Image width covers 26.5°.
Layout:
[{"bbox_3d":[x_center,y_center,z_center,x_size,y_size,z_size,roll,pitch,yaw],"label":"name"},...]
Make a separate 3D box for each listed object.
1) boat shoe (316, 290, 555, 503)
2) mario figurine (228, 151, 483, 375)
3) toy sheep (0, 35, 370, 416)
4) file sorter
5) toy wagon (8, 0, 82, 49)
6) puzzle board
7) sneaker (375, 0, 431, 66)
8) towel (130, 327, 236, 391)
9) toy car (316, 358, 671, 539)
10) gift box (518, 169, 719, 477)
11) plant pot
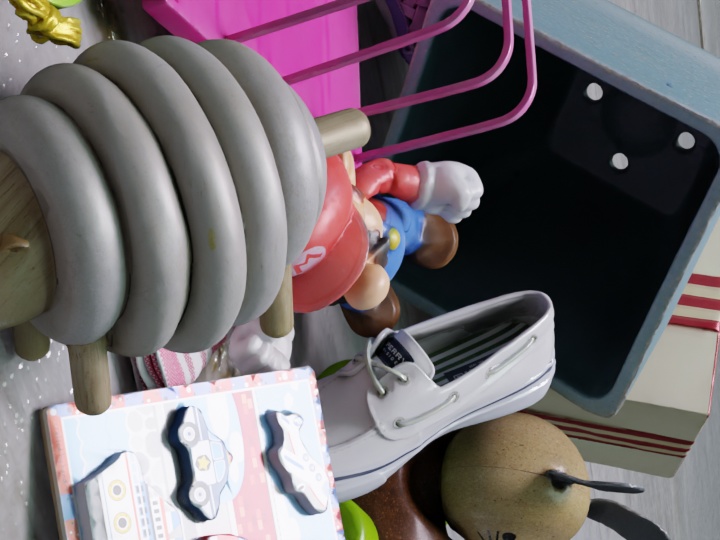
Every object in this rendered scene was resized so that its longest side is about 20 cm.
[{"bbox_3d":[0.020,0.059,0.827,0.199,0.074,0.067,-24,137,-27],"label":"boat shoe"},{"bbox_3d":[0.000,0.000,0.779,0.200,0.105,0.125,16,79,-70],"label":"mario figurine"},{"bbox_3d":[-0.080,-0.027,0.606,0.199,0.137,0.139,-25,116,-34],"label":"toy sheep"},{"bbox_3d":[-0.001,-0.159,0.759,0.200,0.124,0.141,37,45,-56],"label":"file sorter"},{"bbox_3d":[-0.119,-0.183,0.616,0.155,0.039,0.202,35,58,-51],"label":"toy wagon"},{"bbox_3d":[-0.059,0.150,0.681,0.150,0.017,0.202,-5,82,-43],"label":"puzzle board"},{"bbox_3d":[0.042,-0.170,0.952,0.200,0.080,0.090,40,44,-62],"label":"sneaker"},{"bbox_3d":[-0.071,-0.040,0.764,0.200,0.030,0.148,-51,137,-57],"label":"towel"},{"bbox_3d":[0.078,0.146,0.901,0.164,0.198,0.159,51,44,-56],"label":"toy car"},{"bbox_3d":[0.159,0.027,1.101,0.201,0.184,0.186,86,15,-62],"label":"gift box"},{"bbox_3d":[0.142,-0.069,0.951,0.200,0.195,0.197,-34,150,-53],"label":"plant pot"}]
